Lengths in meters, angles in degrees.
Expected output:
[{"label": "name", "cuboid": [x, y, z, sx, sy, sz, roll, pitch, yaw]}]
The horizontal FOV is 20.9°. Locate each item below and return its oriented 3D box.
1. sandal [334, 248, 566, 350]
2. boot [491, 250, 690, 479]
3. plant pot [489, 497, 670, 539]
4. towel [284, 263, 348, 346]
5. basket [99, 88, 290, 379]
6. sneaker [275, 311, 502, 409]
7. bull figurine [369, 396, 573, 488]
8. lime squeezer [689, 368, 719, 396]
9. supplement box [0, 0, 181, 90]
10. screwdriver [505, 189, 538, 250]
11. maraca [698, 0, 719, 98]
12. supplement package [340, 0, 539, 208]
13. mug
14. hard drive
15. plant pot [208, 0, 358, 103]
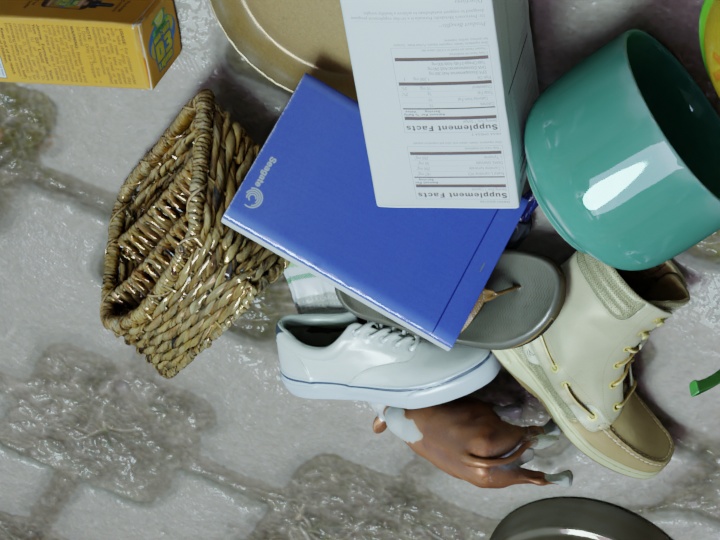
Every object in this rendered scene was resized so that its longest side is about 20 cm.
[{"label": "sandal", "cuboid": [0.064, 0.016, 1.541, 0.199, 0.055, 0.082, 10, 93, 24]}, {"label": "boot", "cuboid": [0.213, 0.067, 1.558, 0.200, 0.073, 0.155, 45, 129, -7]}, {"label": "plant pot", "cuboid": [0.184, 0.331, 1.705, 0.199, 0.174, 0.201, 12, 130, 14]}, {"label": "towel", "cuboid": [0.000, 0.000, 1.626, 0.148, 0.031, 0.201, -1, 125, 26]}, {"label": "basket", "cuboid": [-0.148, -0.019, 1.576, 0.149, 0.143, 0.200, 44, 143, -5]}, {"label": "sneaker", "cuboid": [0.017, 0.067, 1.612, 0.199, 0.073, 0.071, -4, 125, 23]}, {"label": "bull figurine", "cuboid": [0.090, 0.134, 1.625, 0.121, 0.200, 0.066, 2, 105, -24]}, {"label": "lime squeezer", "cuboid": [0.328, 0.089, 1.529, 0.199, 0.071, 0.038, 20, 121, -32]}, {"label": "supplement box", "cuboid": [-0.247, -0.190, 1.565, 0.199, 0.067, 0.069, 4, 127, 22]}, {"label": "screwdriver", "cuboid": [0.144, -0.071, 1.516, 0.028, 0.029, 0.200, 32, 126, -2]}, {"label": "maraca", "cuboid": [0.290, -0.165, 1.319, 0.136, 0.107, 0.201, -11, 120, 32]}, {"label": "supplement package", "cuboid": [0.060, -0.156, 1.389, 0.109, 0.114, 0.201, 1, 127, 16]}, {"label": "mug", "cuboid": [0.198, -0.066, 1.395, 0.114, 0.152, 0.185, -33, 111, 25]}, {"label": "hard drive", "cuboid": [0.012, -0.045, 1.491, 0.199, 0.133, 0.025, 29, 165, -1]}, {"label": "plant pot", "cuboid": [-0.023, -0.217, 1.471, 0.199, 0.028, 0.201, 12, 129, 14]}]
